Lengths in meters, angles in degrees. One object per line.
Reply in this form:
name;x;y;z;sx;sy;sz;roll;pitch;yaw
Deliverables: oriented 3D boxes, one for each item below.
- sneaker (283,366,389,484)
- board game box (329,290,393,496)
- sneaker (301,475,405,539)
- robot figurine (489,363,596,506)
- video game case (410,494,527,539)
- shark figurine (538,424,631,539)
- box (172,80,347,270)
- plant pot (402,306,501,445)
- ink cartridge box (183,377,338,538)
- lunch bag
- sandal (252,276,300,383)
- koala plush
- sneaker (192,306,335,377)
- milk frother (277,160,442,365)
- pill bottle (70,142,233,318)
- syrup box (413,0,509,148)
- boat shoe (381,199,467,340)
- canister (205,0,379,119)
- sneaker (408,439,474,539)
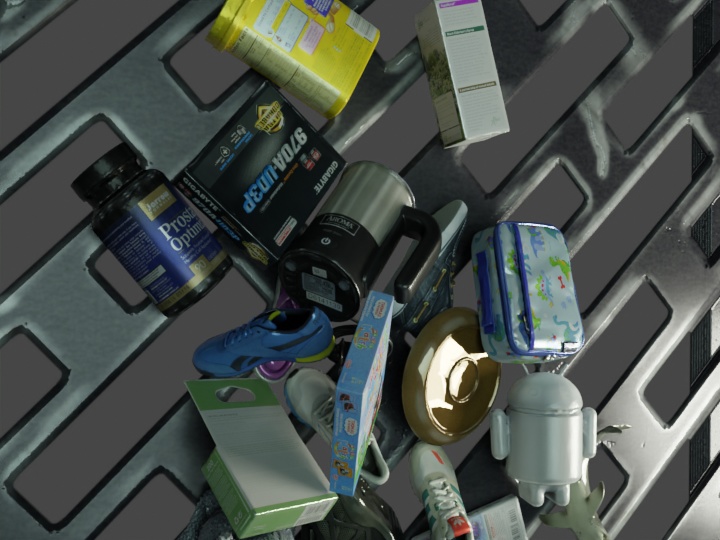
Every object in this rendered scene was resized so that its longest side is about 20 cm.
sneaker;-0.024;0.211;1.070;0.075;0.086;0.201;-43;102;-14
board game box;0.000;0.150;0.952;0.036;0.203;0.153;12;44;9
sneaker;-0.009;0.362;1.083;0.113;0.077;0.200;-28;126;13
robot figurine;0.270;0.240;1.165;0.166;0.113;0.205;2;88;-12
video game case;0.178;0.462;1.174;0.179;0.024;0.204;-16;95;-20
shark figurine;0.357;0.341;1.230;0.089;0.126;0.218;36;57;-41
box;-0.124;-0.126;1.023;0.159;0.046;0.201;44;52;-14
plant pot;0.140;0.155;1.128;0.197;0.027;0.205;-8;102;-38
ink cartridge box;-0.132;0.224;0.977;0.144;0.201;0.048;7;125;-49
lunch bag;0.239;0.032;1.145;0.158;0.082;0.205;6;72;-33
sandal;-0.083;0.057;1.069;0.081;0.050;0.206;23;79;-21
koala plush;-0.131;0.351;0.964;0.175;0.199;0.187;27;80;-17
sneaker;-0.131;0.081;0.997;0.196;0.067;0.079;-11;134;15
milk frother;0.000;0.000;1.056;0.178;0.201;0.189;30;51;4
pill bottle;-0.258;-0.051;0.972;0.112;0.112;0.201;-42;103;-16
syrup box;0.146;-0.289;1.148;0.080;0.079;0.205;-14;93;-20
boat shoe;0.110;0.001;1.139;0.091;0.071;0.202;39;80;-23
canister;-0.087;-0.317;1.058;0.198;0.086;0.151;31;79;-19
sneaker;0.124;0.335;1.104;0.069;0.093;0.204;-8;78;-19
